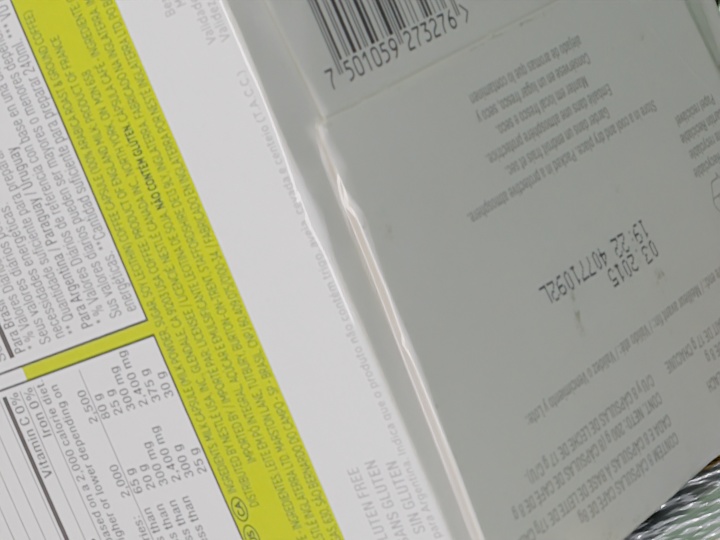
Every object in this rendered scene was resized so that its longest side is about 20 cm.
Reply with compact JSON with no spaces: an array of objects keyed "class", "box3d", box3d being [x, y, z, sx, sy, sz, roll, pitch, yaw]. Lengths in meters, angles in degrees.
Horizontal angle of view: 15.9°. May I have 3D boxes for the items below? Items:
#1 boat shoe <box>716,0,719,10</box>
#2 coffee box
[{"class":"boat shoe","box3d":[0.088,-0.060,0.776,0.070,0.071,0.201,0,62,44]},{"class":"coffee box","box3d":[-0.030,-0.016,0.661,0.198,0.200,0.200,-20,6,38]}]
